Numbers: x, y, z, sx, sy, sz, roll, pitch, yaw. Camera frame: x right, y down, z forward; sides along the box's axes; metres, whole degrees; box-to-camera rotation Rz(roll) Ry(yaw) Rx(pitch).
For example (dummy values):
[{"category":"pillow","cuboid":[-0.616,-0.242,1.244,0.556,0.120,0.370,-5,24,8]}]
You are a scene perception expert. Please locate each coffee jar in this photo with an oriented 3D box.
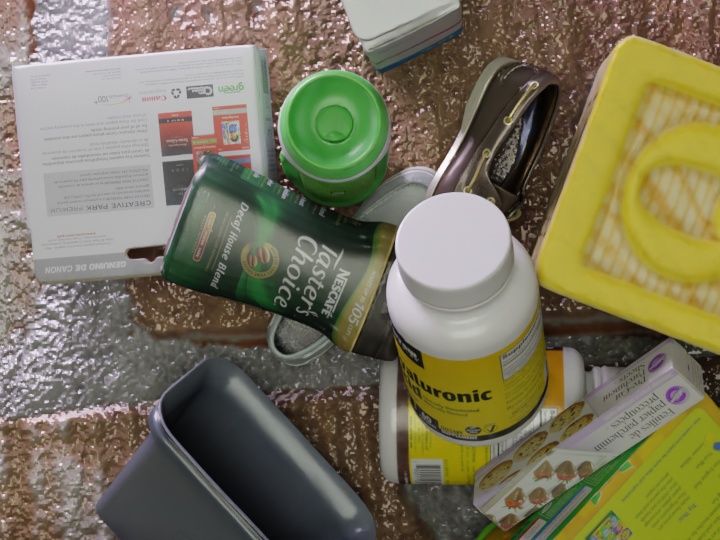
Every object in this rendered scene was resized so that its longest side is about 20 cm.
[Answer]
[{"category":"coffee jar","cuboid":[-0.046,-0.008,1.455,0.198,0.085,0.105,21,98,-2]}]

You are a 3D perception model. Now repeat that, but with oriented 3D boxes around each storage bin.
[{"category":"storage bin","cuboid":[-0.107,0.191,1.527,0.200,0.145,0.134,47,121,1]}]

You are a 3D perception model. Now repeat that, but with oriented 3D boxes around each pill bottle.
[{"category":"pill bottle","cuboid":[0.115,0.115,1.511,0.198,0.109,0.111,0,92,4]},{"category":"pill bottle","cuboid":[0.077,0.034,1.377,0.110,0.201,0.112,-5,55,7]}]

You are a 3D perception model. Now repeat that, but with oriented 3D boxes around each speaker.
[{"category":"speaker","cuboid":[-0.019,-0.099,1.464,0.087,0.200,0.089,0,85,0]}]

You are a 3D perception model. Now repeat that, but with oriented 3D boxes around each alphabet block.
[{"category":"alphabet block","cuboid":[0.247,-0.053,1.451,0.194,0.200,0.198,19,93,4]}]

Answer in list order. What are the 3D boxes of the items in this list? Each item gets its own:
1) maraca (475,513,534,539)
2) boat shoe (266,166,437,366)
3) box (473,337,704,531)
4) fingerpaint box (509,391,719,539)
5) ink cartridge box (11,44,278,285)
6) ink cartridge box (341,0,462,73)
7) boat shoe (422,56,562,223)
[{"category":"maraca","cuboid":[0.150,0.244,1.519,0.136,0.107,0.201,24,68,-1]},{"category":"boat shoe","cuboid":[-0.001,0.000,1.534,0.070,0.072,0.201,42,94,2]},{"category":"box","cuboid":[0.168,0.124,1.421,0.039,0.042,0.200,41,119,-21]},{"category":"fingerpaint box","cuboid":[0.227,0.212,1.438,0.200,0.073,0.167,-45,101,-9]},{"category":"ink cartridge box","cuboid":[-0.170,-0.085,1.538,0.198,0.084,0.178,-4,94,4]},{"category":"ink cartridge box","cuboid":[0.016,-0.240,1.461,0.084,0.200,0.146,-24,90,5]},{"category":"boat shoe","cuboid":[0.103,-0.070,1.519,0.059,0.072,0.202,22,90,45]}]
